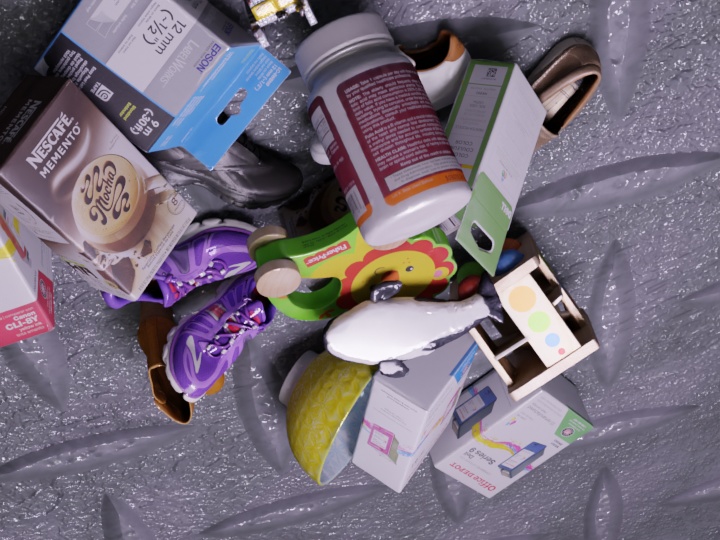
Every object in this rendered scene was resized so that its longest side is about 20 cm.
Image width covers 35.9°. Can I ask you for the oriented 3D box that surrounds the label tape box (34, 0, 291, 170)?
[{"bbox_3d":[-0.189,-0.195,1.074,0.200,0.066,0.143,38,115,-15],"label":"label tape box"}]

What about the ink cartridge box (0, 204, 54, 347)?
[{"bbox_3d":[-0.391,-0.041,1.141,0.083,0.146,0.201,-17,134,-1],"label":"ink cartridge box"}]

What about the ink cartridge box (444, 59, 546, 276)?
[{"bbox_3d":[0.126,-0.107,1.163,0.059,0.201,0.104,10,163,32],"label":"ink cartridge box"}]

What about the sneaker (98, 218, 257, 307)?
[{"bbox_3d":[-0.200,0.004,1.271,0.199,0.084,0.081,-15,134,-4],"label":"sneaker"}]

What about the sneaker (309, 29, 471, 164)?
[{"bbox_3d":[0.024,-0.191,1.183,0.199,0.073,0.085,-31,131,-2],"label":"sneaker"}]

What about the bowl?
[{"bbox_3d":[-0.041,0.164,1.442,0.107,0.200,0.201,30,129,14],"label":"bowl"}]

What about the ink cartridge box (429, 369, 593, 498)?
[{"bbox_3d":[0.209,0.223,1.600,0.200,0.088,0.145,-37,132,20],"label":"ink cartridge box"}]

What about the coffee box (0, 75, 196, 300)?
[{"bbox_3d":[-0.267,-0.078,1.067,0.113,0.080,0.200,-58,134,-19],"label":"coffee box"}]

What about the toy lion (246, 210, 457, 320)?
[{"bbox_3d":[0.000,0.000,1.202,0.199,0.069,0.192,-23,142,5],"label":"toy lion"}]

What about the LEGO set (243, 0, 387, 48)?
[{"bbox_3d":[-0.056,-0.299,1.020,0.199,0.116,0.154,-18,134,0],"label":"LEGO set"}]

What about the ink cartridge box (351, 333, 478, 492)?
[{"bbox_3d":[0.070,0.171,1.446,0.084,0.145,0.201,31,141,14],"label":"ink cartridge box"}]

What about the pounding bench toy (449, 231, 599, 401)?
[{"bbox_3d":[0.197,0.037,1.410,0.124,0.200,0.156,-35,100,13],"label":"pounding bench toy"}]

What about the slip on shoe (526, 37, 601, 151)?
[{"bbox_3d":[0.198,-0.169,1.254,0.076,0.061,0.200,25,120,-33],"label":"slip on shoe"}]

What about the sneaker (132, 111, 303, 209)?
[{"bbox_3d":[-0.148,-0.126,1.188,0.199,0.076,0.091,11,122,-27],"label":"sneaker"}]

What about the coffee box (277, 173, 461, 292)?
[{"bbox_3d":[0.015,-0.064,1.261,0.199,0.113,0.080,-32,133,13],"label":"coffee box"}]

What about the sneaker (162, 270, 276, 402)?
[{"bbox_3d":[-0.152,0.064,1.280,0.083,0.200,0.081,-16,121,46],"label":"sneaker"}]

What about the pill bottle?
[{"bbox_3d":[0.017,-0.136,1.068,0.114,0.201,0.114,-22,170,-4],"label":"pill bottle"}]

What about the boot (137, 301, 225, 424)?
[{"bbox_3d":[-0.217,0.135,1.354,0.070,0.144,0.202,-21,134,5],"label":"boot"}]

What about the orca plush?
[{"bbox_3d":[0.051,0.048,1.222,0.199,0.071,0.106,-27,105,-7],"label":"orca plush"}]
